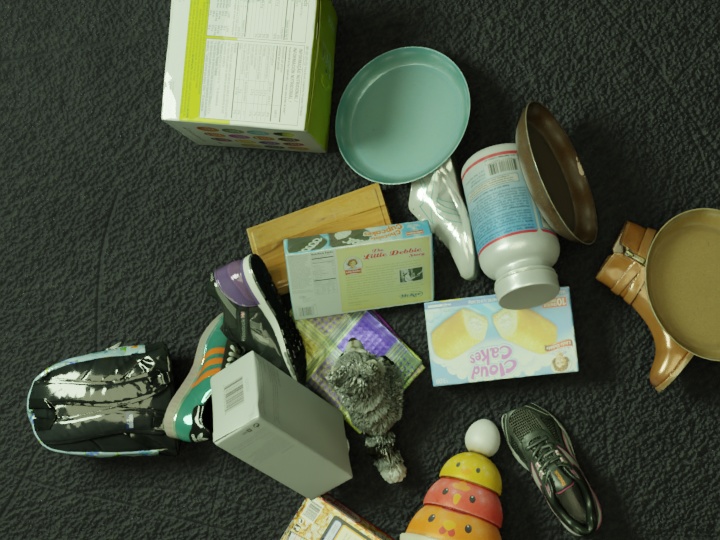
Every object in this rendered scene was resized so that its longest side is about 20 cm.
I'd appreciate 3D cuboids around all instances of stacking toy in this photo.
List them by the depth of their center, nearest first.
[{"bbox_3d":[0.142,0.297,1.527,0.144,0.146,0.202,13,73,7],"label":"stacking toy"}]

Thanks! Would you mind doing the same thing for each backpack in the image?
[{"bbox_3d":[-0.362,0.187,1.578,0.197,0.154,0.166,-9,94,-17],"label":"backpack"}]

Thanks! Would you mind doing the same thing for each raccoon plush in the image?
[{"bbox_3d":[0.023,0.186,1.502,0.096,0.134,0.201,-30,85,4],"label":"raccoon plush"}]

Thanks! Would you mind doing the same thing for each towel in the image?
[{"bbox_3d":[-0.024,0.112,1.589,0.200,0.023,0.144,45,93,6],"label":"towel"}]

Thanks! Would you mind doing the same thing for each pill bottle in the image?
[{"bbox_3d":[0.201,-0.057,1.492,0.107,0.109,0.202,-12,66,7],"label":"pill bottle"}]

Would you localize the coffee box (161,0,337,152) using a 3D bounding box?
[{"bbox_3d":[-0.141,-0.277,1.525,0.195,0.200,0.203,5,88,6],"label":"coffee box"}]

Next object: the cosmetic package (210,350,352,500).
[{"bbox_3d":[-0.103,0.207,1.493,0.081,0.200,0.114,-31,41,20],"label":"cosmetic package"}]

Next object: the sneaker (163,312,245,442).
[{"bbox_3d":[-0.191,0.148,1.551,0.079,0.072,0.202,8,60,29],"label":"sneaker"}]

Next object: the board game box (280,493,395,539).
[{"bbox_3d":[-0.024,0.420,1.568,0.199,0.046,0.152,33,92,7],"label":"board game box"}]

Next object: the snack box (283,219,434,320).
[{"bbox_3d":[0.000,0.000,1.532,0.197,0.037,0.117,-8,129,-4],"label":"snack box"}]

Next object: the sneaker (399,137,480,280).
[{"bbox_3d":[0.113,-0.078,1.559,0.079,0.070,0.203,-19,79,11],"label":"sneaker"}]

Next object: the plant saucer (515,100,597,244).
[{"bbox_3d":[0.253,-0.124,1.482,0.032,0.200,0.202,-21,86,27],"label":"plant saucer"}]

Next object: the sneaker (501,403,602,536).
[{"bbox_3d":[0.264,0.266,1.516,0.080,0.086,0.201,-37,84,3],"label":"sneaker"}]

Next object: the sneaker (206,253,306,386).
[{"bbox_3d":[-0.142,0.080,1.549,0.087,0.076,0.202,-20,103,15],"label":"sneaker"}]

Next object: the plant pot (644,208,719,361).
[{"bbox_3d":[0.456,0.020,1.476,0.197,0.027,0.203,3,77,-13],"label":"plant pot"}]

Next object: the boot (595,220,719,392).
[{"bbox_3d":[0.384,0.044,1.506,0.154,0.077,0.202,26,86,1],"label":"boot"}]

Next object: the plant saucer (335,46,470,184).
[{"bbox_3d":[0.060,-0.210,1.557,0.198,0.027,0.203,-8,71,22],"label":"plant saucer"}]

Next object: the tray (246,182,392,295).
[{"bbox_3d":[-0.052,-0.042,1.579,0.198,0.037,0.100,-19,72,7],"label":"tray"}]

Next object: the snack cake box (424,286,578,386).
[{"bbox_3d":[0.191,0.090,1.540,0.197,0.067,0.117,-7,87,7],"label":"snack cake box"}]
